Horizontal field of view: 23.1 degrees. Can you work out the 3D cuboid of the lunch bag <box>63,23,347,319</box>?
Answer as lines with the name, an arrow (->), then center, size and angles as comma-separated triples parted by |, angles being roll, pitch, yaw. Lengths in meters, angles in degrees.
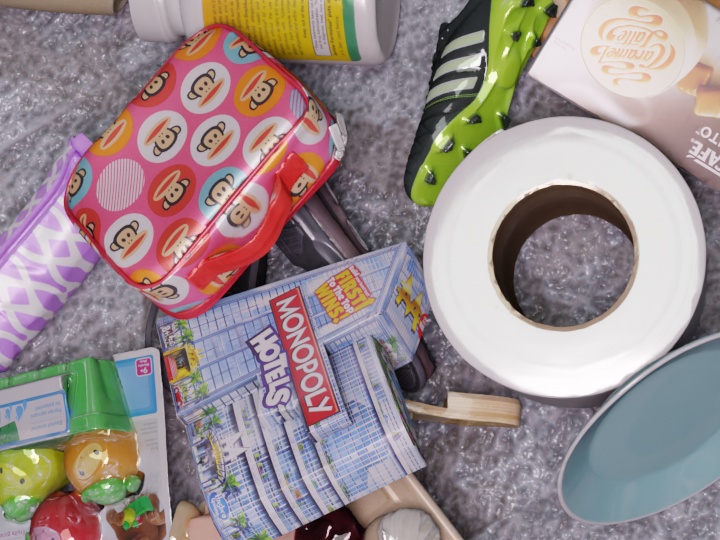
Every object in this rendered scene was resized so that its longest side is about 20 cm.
lunch bag -> -0.111, -0.069, 1.303 | 0.200, 0.082, 0.176 | -47, 50, 1

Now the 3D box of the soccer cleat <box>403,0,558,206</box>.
soccer cleat -> 0.083, -0.146, 1.372 | 0.081, 0.067, 0.201 | 36, 102, 45

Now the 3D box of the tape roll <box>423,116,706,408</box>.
tape roll -> 0.154, -0.002, 1.295 | 0.202, 0.139, 0.204 | -1, 83, 11

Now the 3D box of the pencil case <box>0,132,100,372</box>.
pencil case -> -0.261, -0.013, 1.408 | 0.200, 0.085, 0.084 | -51, 50, -1

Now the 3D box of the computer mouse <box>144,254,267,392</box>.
computer mouse -> -0.111, 0.008, 1.395 | 0.138, 0.053, 0.201 | 11, 78, 4

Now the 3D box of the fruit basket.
fruit basket -> -0.226, 0.171, 1.349 | 0.184, 0.094, 0.201 | -14, 68, 27

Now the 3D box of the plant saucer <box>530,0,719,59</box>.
plant saucer -> 0.218, -0.220, 1.366 | 0.199, 0.032, 0.201 | -2, 82, 11

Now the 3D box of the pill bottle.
pill bottle -> -0.075, -0.220, 1.384 | 0.199, 0.113, 0.113 | 3, 83, 12

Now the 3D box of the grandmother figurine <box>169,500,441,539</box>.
grandmother figurine -> -0.038, 0.196, 1.278 | 0.199, 0.122, 0.061 | -2, 49, 21

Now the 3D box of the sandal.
sandal -> 0.015, 0.126, 1.339 | 0.211, 0.078, 0.070 | 3, 81, 6

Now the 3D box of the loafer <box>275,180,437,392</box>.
loafer -> 0.000, 0.000, 1.355 | 0.063, 0.072, 0.200 | -40, 93, -29

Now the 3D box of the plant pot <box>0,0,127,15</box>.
plant pot -> -0.273, -0.285, 1.412 | 0.199, 0.187, 0.188 | 23, 88, 0

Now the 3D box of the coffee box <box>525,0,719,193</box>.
coffee box -> 0.236, -0.143, 1.297 | 0.200, 0.080, 0.115 | 32, 102, 0

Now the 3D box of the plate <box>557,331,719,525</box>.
plate -> 0.222, 0.106, 1.249 | 0.200, 0.200, 0.026 | -36, 53, 5

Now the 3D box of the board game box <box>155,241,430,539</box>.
board game box -> -0.032, 0.073, 1.252 | 0.199, 0.062, 0.200 | -27, 42, 6

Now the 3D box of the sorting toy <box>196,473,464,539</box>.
sorting toy -> -0.012, 0.213, 1.322 | 0.185, 0.036, 0.200 | -43, 85, 27
